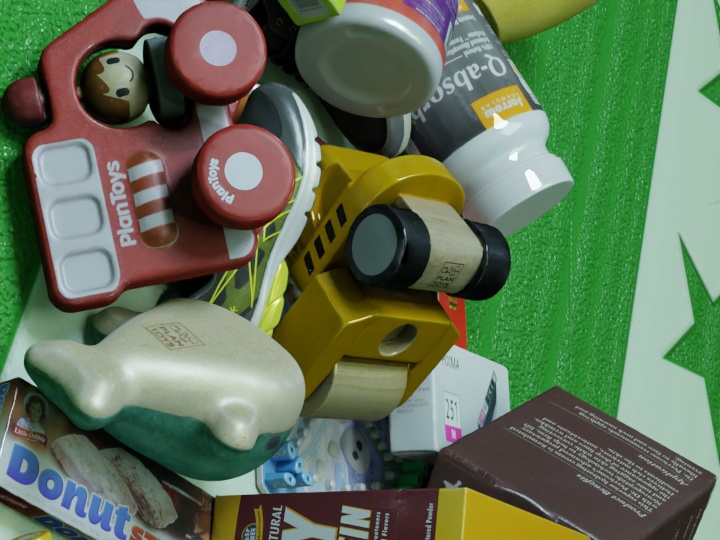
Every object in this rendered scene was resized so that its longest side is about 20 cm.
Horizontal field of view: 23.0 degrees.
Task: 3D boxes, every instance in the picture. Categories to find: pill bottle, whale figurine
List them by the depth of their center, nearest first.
[{"bbox_3d":[-0.130,0.086,1.150,0.199,0.159,0.104,-2,122,-51],"label":"whale figurine"},{"bbox_3d":[0.024,-0.225,1.345,0.111,0.111,0.201,46,45,-37],"label":"pill bottle"},{"bbox_3d":[0.084,-0.130,1.456,0.116,0.116,0.201,-12,67,-55],"label":"pill bottle"}]

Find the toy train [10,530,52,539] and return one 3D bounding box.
[{"bbox_3d":[-0.167,0.246,1.099,0.200,0.055,0.151,39,50,-42],"label":"toy train"}]

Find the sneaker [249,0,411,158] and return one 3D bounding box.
[{"bbox_3d":[-0.040,-0.165,1.392,0.106,0.075,0.201,-35,100,-47],"label":"sneaker"}]

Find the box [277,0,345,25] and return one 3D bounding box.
[{"bbox_3d":[-0.034,-0.291,1.267,0.122,0.047,0.201,48,47,-41],"label":"box"}]

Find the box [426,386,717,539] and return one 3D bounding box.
[{"bbox_3d":[0.153,0.220,1.411,0.200,0.165,0.165,-19,133,-54],"label":"box"}]

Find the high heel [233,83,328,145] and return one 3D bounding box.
[{"bbox_3d":[-0.061,-0.094,1.367,0.199,0.096,0.068,31,94,-24],"label":"high heel"}]

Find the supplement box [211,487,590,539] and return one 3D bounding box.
[{"bbox_3d":[0.027,0.236,1.230,0.197,0.199,0.134,28,61,-54],"label":"supplement box"}]

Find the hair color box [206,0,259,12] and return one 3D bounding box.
[{"bbox_3d":[-0.086,-0.269,1.321,0.099,0.061,0.200,34,43,2],"label":"hair color box"}]

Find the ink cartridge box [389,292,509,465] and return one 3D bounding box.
[{"bbox_3d":[0.074,0.073,1.458,0.200,0.043,0.175,25,61,-65],"label":"ink cartridge box"}]

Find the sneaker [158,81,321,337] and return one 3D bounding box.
[{"bbox_3d":[-0.087,-0.040,1.253,0.084,0.074,0.201,15,81,-39],"label":"sneaker"}]

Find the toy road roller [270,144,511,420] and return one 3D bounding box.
[{"bbox_3d":[0.000,0.000,1.293,0.122,0.200,0.146,8,36,-45],"label":"toy road roller"}]

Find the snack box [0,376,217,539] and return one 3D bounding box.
[{"bbox_3d":[-0.168,0.145,1.152,0.200,0.024,0.072,40,50,-42],"label":"snack box"}]

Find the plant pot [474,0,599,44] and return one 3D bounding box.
[{"bbox_3d":[0.126,-0.282,1.574,0.142,0.200,0.200,-49,124,-16],"label":"plant pot"}]

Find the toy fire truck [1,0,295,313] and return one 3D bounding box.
[{"bbox_3d":[-0.143,-0.084,1.160,0.167,0.112,0.201,-12,83,-17],"label":"toy fire truck"}]

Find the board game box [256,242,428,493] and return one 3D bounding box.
[{"bbox_3d":[-0.011,0.081,1.391,0.199,0.026,0.201,16,68,-52],"label":"board game box"}]

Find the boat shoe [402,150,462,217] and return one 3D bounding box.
[{"bbox_3d":[0.085,-0.104,1.535,0.072,0.072,0.201,35,53,-48],"label":"boat shoe"}]
